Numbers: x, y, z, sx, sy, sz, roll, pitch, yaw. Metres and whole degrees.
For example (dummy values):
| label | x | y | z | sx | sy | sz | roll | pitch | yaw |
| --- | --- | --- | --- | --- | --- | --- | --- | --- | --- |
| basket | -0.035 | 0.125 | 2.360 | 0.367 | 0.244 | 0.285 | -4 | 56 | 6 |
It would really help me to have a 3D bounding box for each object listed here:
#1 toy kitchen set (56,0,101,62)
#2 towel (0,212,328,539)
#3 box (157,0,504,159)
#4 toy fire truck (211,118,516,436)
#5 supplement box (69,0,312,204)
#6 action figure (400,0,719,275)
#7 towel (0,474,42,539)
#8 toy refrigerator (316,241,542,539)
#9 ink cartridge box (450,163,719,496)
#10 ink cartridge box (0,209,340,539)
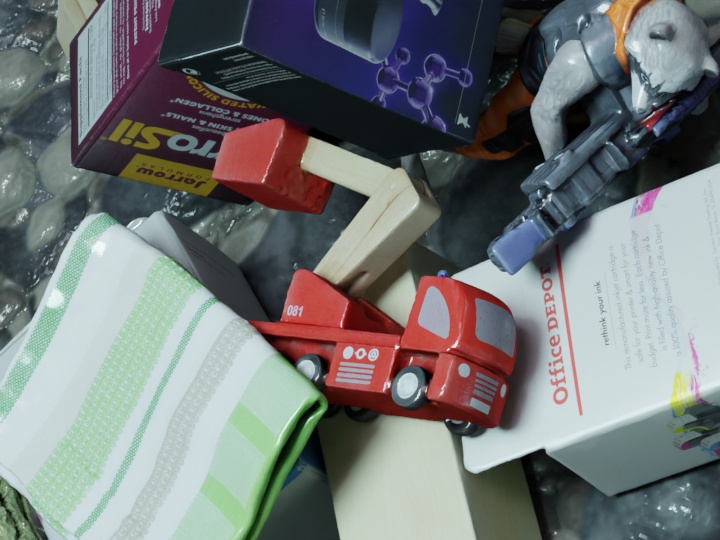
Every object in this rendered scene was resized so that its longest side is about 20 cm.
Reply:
| label | x | y | z | sx | sy | sz | roll | pitch | yaw |
| --- | --- | --- | --- | --- | --- | --- | --- | --- | --- |
| toy kitchen set | -0.161 | -0.213 | 1.446 | 0.163 | 0.180 | 0.200 | -42 | 45 | 13 |
| towel | -0.110 | 0.074 | 1.231 | 0.200 | 0.031 | 0.149 | 37 | 105 | 43 |
| box | 0.001 | -0.172 | 1.197 | 0.079 | 0.141 | 0.200 | -4 | 69 | 53 |
| toy fire truck | 0.000 | 0.000 | 1.215 | 0.200 | 0.049 | 0.141 | 4 | 73 | 43 |
| supplement box | -0.069 | -0.126 | 1.328 | 0.200 | 0.110 | 0.086 | -45 | 40 | 50 |
| action figure | 0.090 | -0.087 | 1.218 | 0.193 | 0.105 | 0.200 | -10 | 28 | 50 |
| towel | -0.172 | 0.209 | 1.290 | 0.200 | 0.036 | 0.149 | 53 | 141 | 40 |
| toy refrigerator | 0.031 | 0.090 | 1.227 | 0.076 | 0.070 | 0.200 | -33 | 51 | 26 |
| ink cartridge box | 0.145 | 0.028 | 1.173 | 0.200 | 0.068 | 0.115 | -22 | 55 | 26 |
| ink cartridge box | -0.099 | 0.090 | 1.310 | 0.145 | 0.085 | 0.200 | -42 | 51 | 12 |
